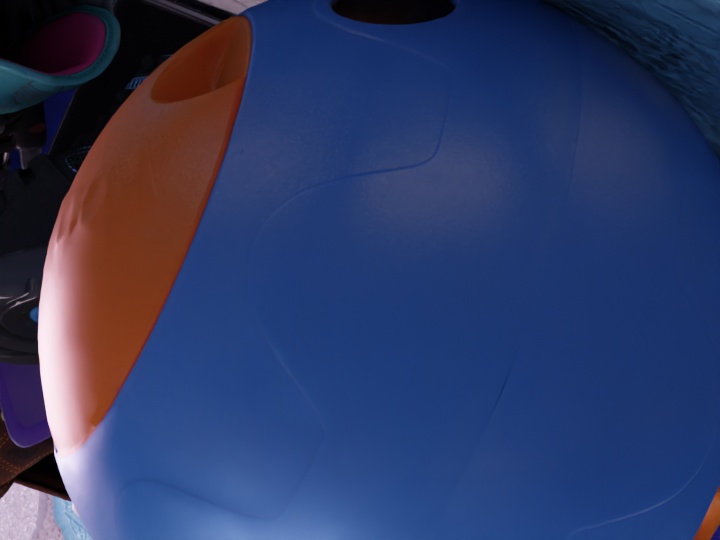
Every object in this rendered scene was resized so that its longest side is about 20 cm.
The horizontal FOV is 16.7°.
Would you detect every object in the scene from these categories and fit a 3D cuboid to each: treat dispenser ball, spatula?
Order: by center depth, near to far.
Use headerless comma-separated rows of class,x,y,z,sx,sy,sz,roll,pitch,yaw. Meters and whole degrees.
treat dispenser ball,0.011,0.020,0.674,0.200,0.202,0.201,24,175,2
spatula,-0.132,-0.033,0.959,0.020,0.201,0.056,6,-164,30

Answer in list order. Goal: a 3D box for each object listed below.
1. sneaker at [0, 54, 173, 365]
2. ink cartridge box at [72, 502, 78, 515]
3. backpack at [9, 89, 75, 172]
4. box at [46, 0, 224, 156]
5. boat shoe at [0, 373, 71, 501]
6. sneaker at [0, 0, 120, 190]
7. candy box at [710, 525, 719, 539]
sneaker,-0.074,-0.024,0.821,0.199,0.082,0.073,-13,159,4
ink cartridge box,-0.045,0.098,1.144,0.084,0.146,0.200,-22,-136,-36
backpack,-0.236,-0.079,1.009,0.199,0.169,0.162,28,162,-23
box,0.000,0.000,0.972,0.199,0.125,0.197,22,176,22
boat shoe,-0.147,0.063,1.010,0.199,0.071,0.070,14,165,-34
sneaker,-0.136,-0.058,0.855,0.120,0.201,0.084,7,-152,37
candy box,0.101,0.123,0.826,0.169,0.077,0.200,50,167,33
